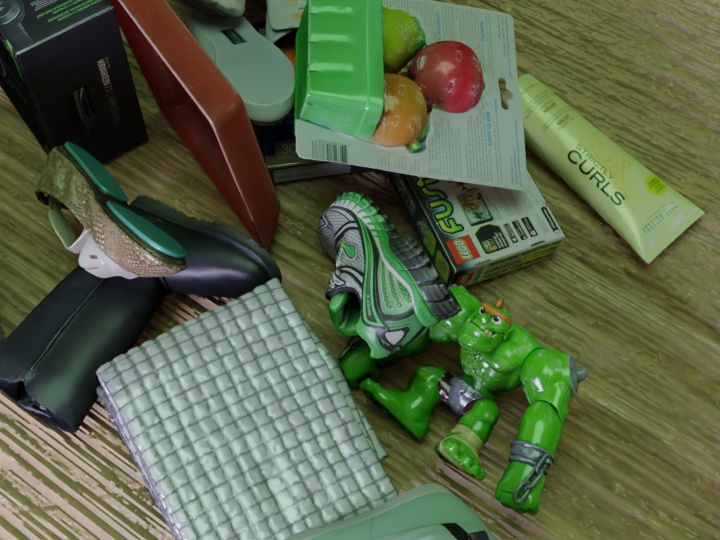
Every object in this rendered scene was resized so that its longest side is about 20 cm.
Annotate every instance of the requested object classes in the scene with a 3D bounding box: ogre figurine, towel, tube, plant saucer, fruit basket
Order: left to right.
[{"bbox_3d":[-0.134,-0.137,0.945,0.037,0.200,0.200,-33,62,-10],"label":"plant saucer"},{"bbox_3d":[-0.082,0.129,0.842,0.164,0.086,0.201,-25,71,-22],"label":"towel"},{"bbox_3d":[0.041,-0.155,0.958,0.198,0.094,0.187,9,61,-19],"label":"fruit basket"},{"bbox_3d":[0.083,0.084,0.870,0.120,0.098,0.199,-49,35,-11],"label":"ogre figurine"},{"bbox_3d":[0.205,-0.095,1.003,0.200,0.052,0.058,46,110,20],"label":"tube"}]

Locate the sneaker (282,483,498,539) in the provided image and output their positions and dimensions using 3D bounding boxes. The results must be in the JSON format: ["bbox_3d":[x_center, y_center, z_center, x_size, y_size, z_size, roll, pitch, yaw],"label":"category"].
[{"bbox_3d":[0.008,0.213,0.737,0.199,0.074,0.118,-26,23,-22],"label":"sneaker"}]

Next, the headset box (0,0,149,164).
[{"bbox_3d":[-0.279,-0.203,1.008,0.092,0.175,0.200,-31,63,-17],"label":"headset box"}]

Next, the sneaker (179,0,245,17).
[{"bbox_3d":[-0.178,-0.301,0.992,0.078,0.199,0.100,15,86,52],"label":"sneaker"}]

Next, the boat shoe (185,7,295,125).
[{"bbox_3d":[-0.111,-0.170,1.024,0.070,0.070,0.200,-13,39,-22],"label":"boat shoe"}]

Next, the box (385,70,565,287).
[{"bbox_3d":[0.082,-0.088,0.986,0.109,0.035,0.201,-17,66,-18],"label":"box"}]

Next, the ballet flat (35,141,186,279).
[{"bbox_3d":[-0.204,-0.033,0.912,0.066,0.070,0.200,-54,46,5],"label":"ballet flat"}]

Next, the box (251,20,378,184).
[{"bbox_3d":[-0.040,-0.176,1.068,0.120,0.033,0.202,-8,57,-3],"label":"box"}]

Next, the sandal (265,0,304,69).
[{"bbox_3d":[-0.054,-0.255,1.065,0.078,0.060,0.208,-4,53,0],"label":"sandal"}]

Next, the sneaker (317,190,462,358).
[{"bbox_3d":[0.000,0.000,0.897,0.085,0.078,0.200,-35,27,-4],"label":"sneaker"}]

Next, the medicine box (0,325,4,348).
[{"bbox_3d":[-0.363,-0.026,0.883,0.102,0.201,0.183,-19,59,-11],"label":"medicine box"}]

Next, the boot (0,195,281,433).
[{"bbox_3d":[-0.180,0.043,0.911,0.164,0.066,0.200,20,54,27],"label":"boot"}]
